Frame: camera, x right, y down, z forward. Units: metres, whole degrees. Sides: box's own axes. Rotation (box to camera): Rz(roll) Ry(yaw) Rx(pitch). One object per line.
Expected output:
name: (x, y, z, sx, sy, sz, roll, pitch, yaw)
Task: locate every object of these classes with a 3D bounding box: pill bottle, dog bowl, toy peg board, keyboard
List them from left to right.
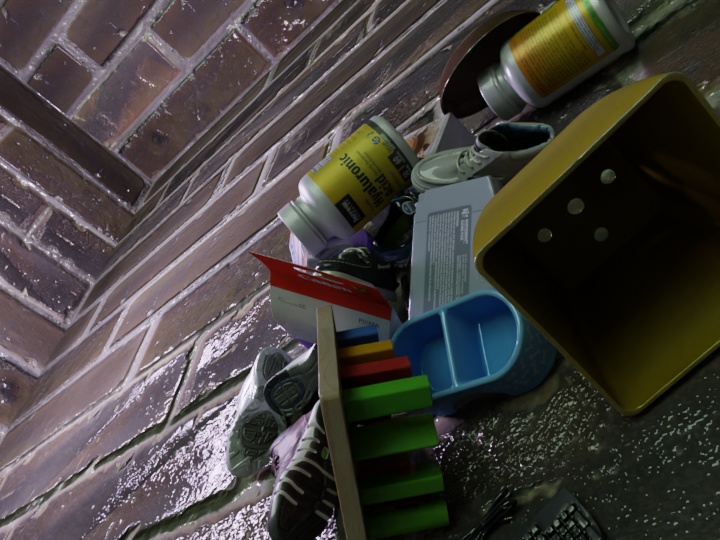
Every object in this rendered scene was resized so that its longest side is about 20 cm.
pill bottle: (-0.017, -0.116, 0.960, 0.200, 0.111, 0.111, -41, 25, 0)
toy peg board: (0.021, 0.156, 0.677, 0.097, 0.201, 0.199, -9, 19, -1)
dog bowl: (0.106, 0.084, 0.707, 0.199, 0.049, 0.112, -28, 61, 40)
keyboard: (0.107, 0.256, 0.558, 0.200, 0.021, 0.127, -47, 25, 4)
pill bottle: (0.267, -0.301, 0.947, 0.200, 0.111, 0.111, -32, 31, 34)

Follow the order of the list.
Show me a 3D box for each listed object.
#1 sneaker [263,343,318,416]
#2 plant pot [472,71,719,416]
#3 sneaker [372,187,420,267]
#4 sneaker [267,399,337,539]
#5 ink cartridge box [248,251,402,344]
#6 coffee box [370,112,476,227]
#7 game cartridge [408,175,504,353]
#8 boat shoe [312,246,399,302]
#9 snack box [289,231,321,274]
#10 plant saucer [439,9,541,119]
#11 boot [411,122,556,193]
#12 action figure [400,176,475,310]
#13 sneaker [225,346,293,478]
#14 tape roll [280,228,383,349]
sneaker: (-0.047, 0.122, 0.937, 0.199, 0.075, 0.087, -32, 5, 16)
plant pot: (0.219, -0.038, 0.594, 0.200, 0.200, 0.177, -44, 15, 13)
sneaker: (0.094, -0.086, 0.943, 0.200, 0.089, 0.079, -49, 66, 14)
sneaker: (-0.080, 0.256, 0.821, 0.115, 0.076, 0.200, -36, 18, 37)
ink cartridge box: (-0.035, 0.052, 0.783, 0.159, 0.200, 0.048, 16, 74, 20)
coffee box: (0.083, -0.157, 1.089, 0.199, 0.080, 0.113, -18, 40, 48)
game cartridge: (0.117, -0.003, 0.781, 0.133, 0.040, 0.201, -9, 73, 49)
boat shoe: (0.000, 0.000, 0.837, 0.073, 0.200, 0.061, 4, 83, 26)
snack box: (-0.089, -0.027, 1.070, 0.200, 0.024, 0.072, -114, 29, -62)
plant saucer: (0.194, -0.317, 1.025, 0.200, 0.035, 0.200, -33, -19, -13)
boot: (0.151, -0.147, 0.853, 0.199, 0.096, 0.074, -5, 66, 19)
action figure: (0.113, -0.020, 0.873, 0.200, 0.069, 0.131, -50, 27, 36)
sneaker: (-0.153, 0.218, 0.993, 0.099, 0.078, 0.201, -48, 19, 47)
tape roll: (-0.039, 0.029, 1.055, 0.200, 0.066, 0.201, -39, 28, 25)
